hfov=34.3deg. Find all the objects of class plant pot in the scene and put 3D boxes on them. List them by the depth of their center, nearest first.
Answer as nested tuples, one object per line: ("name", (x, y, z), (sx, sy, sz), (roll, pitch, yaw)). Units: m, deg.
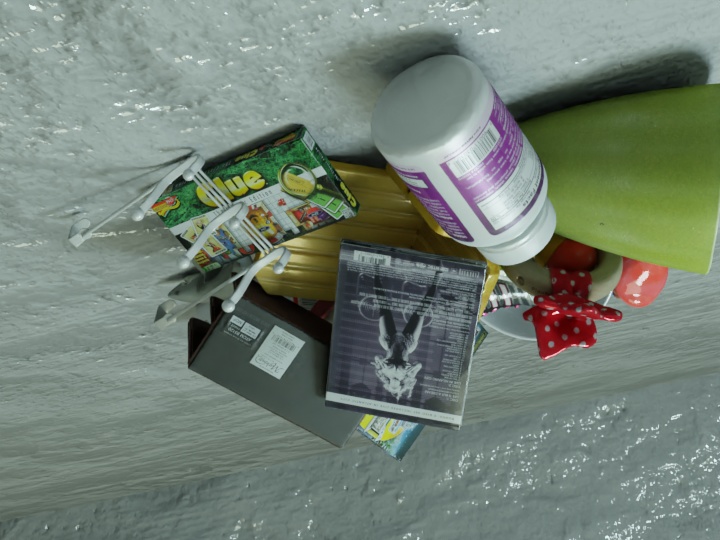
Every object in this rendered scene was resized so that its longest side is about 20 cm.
("plant pot", (0.252, -0.095, 1.172), (0.199, 0.188, 0.187), (3, 167, 12))

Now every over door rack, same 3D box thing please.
("over door rack", (-0.190, -0.016, 1.191), (0.199, 0.067, 0.148), (-25, 119, 33))

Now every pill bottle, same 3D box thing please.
("pill bottle", (0.102, -0.092, 1.057), (0.112, 0.113, 0.200), (-17, 139, 24))

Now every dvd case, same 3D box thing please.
("dvd case", (0.044, 0.069, 1.205), (0.148, 0.201, 0.016), (9, -152, 6))

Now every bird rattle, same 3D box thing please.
("bird rattle", (0.202, -0.008, 1.210), (0.163, 0.200, 0.113), (-28, 131, -32))

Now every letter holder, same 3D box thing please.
("letter holder", (-0.085, 0.087, 1.315), (0.199, 0.101, 0.142), (30, -167, -18))

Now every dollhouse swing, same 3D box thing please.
("dollhouse swing", (0.010, -0.001, 1.215), (0.175, 0.182, 0.201), (-3, 130, -33))

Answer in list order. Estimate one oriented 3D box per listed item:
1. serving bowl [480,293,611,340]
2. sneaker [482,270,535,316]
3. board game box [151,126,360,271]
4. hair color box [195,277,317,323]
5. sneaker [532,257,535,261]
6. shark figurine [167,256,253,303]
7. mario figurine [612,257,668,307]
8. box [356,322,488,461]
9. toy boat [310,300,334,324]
("serving bowl", (0.212, -0.017, 1.419), (0.199, 0.201, 0.066), (-17, -162, 23))
("sneaker", (0.139, 0.025, 1.347), (0.199, 0.088, 0.074), (14, -162, -26))
("board game box", (-0.110, -0.068, 1.182), (0.199, 0.024, 0.105), (-20, 121, 30))
("hair color box", (-0.137, 0.068, 1.591), (0.199, 0.102, 0.061), (-22, 160, 40))
("sneaker", (0.195, -0.040, 1.332), (0.199, 0.080, 0.078), (23, -164, -3))
("shark figurine", (-0.159, 0.016, 1.431), (0.127, 0.090, 0.214), (-6, 166, -18))
("mario figurine", (0.319, -0.010, 1.483), (0.124, 0.106, 0.200), (-50, -172, -20))
("box", (0.067, 0.123, 1.425), (0.038, 0.200, 0.137), (30, 170, 35))
("toy boat", (0.000, 0.000, 1.411), (0.200, 0.131, 0.130), (-47, 156, 8))
